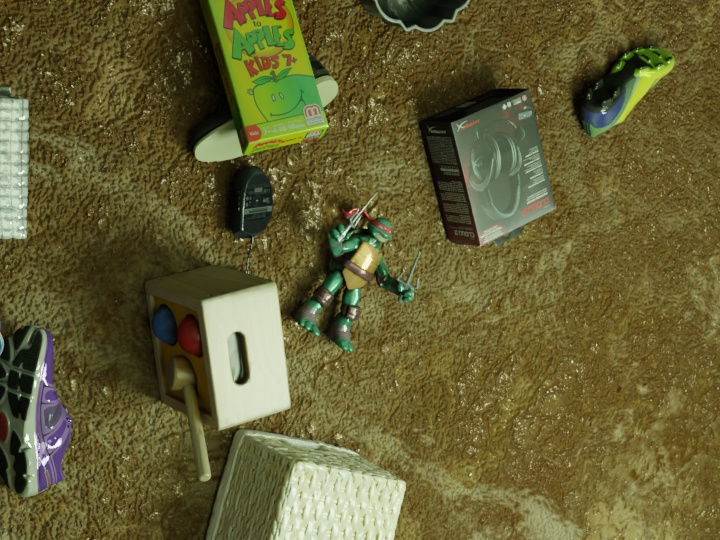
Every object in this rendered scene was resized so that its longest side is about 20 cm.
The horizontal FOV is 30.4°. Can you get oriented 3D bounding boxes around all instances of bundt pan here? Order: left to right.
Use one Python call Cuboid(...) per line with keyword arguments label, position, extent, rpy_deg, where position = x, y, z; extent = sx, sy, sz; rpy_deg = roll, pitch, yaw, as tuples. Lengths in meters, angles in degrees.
Cuboid(label="bundt pan", position=(0.057, -0.410, 1.716), extent=(0.201, 0.076, 0.203), rpy_deg=(-7, 102, -34))

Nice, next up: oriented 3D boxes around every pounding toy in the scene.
Cuboid(label="pounding toy", position=(-0.179, 0.115, 1.569), extent=(0.142, 0.184, 0.201), rpy_deg=(-14, 105, -32))

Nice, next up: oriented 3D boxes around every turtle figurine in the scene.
Cuboid(label="turtle figurine", position=(0.000, 0.000, 1.728), extent=(0.149, 0.101, 0.201), rpy_deg=(30, 96, -19))

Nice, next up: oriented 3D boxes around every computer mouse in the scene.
Cuboid(label="computer mouse", position=(-0.145, -0.033, 1.668), extent=(0.058, 0.034, 0.201), rpy_deg=(-7, 107, -50))

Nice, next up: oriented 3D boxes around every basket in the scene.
Cuboid(label="basket", position=(-0.070, 0.324, 1.693), extent=(0.197, 0.160, 0.201), rpy_deg=(16, 86, -34))

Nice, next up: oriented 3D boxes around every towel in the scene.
Cuboid(label="towel", position=(-0.457, -0.116, 1.408), extent=(0.199, 0.085, 0.167), rpy_deg=(-3, 98, -32))

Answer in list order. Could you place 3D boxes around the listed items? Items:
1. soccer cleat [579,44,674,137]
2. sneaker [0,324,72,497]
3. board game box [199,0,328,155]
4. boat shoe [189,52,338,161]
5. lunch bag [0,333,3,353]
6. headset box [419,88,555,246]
Cuboid(label="soccer cleat", position=(0.399, -0.271, 1.993), extent=(0.200, 0.065, 0.084), rpy_deg=(-37, 146, -29))
Cuboid(label="sneaker", position=(-0.372, 0.158, 1.525), extent=(0.083, 0.080, 0.201), rpy_deg=(-12, 112, -49))
Cuboid(label="board game box", position=(-0.116, -0.248, 1.581), extent=(0.101, 0.048, 0.201), rpy_deg=(-14, 82, -16))
Cuboid(label="boat shoe", position=(-0.126, -0.200, 1.636), extent=(0.201, 0.063, 0.074), rpy_deg=(-32, 157, -14))
Cuboid(label="lunch bag", position=(-0.493, 0.072, 1.400), extent=(0.200, 0.076, 0.160), rpy_deg=(36, 101, -31))
Cuboid(label="headset box", position=(0.181, -0.136, 1.844), extent=(0.148, 0.077, 0.201), rpy_deg=(-25, 109, -29))
